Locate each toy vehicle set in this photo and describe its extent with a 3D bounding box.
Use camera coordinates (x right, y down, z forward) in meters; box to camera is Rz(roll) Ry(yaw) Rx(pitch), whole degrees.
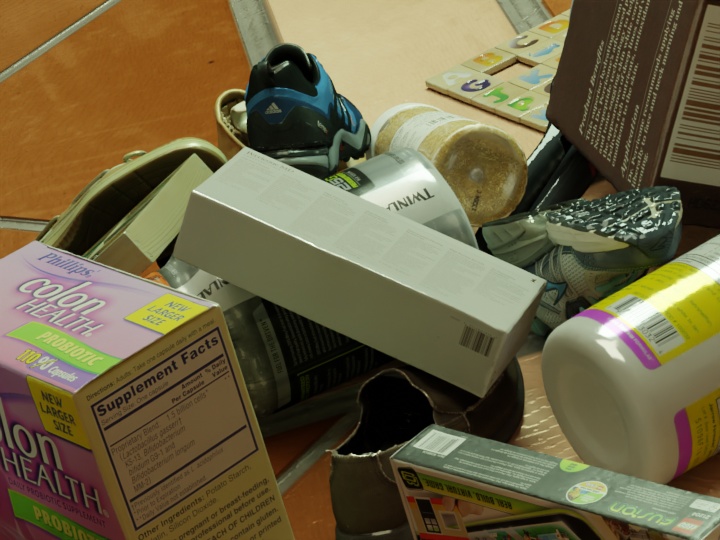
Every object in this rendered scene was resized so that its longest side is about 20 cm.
[{"bbox_3d":[-0.182,0.014,1.688,0.200,0.027,0.124,-40,8,30],"label":"toy vehicle set"}]

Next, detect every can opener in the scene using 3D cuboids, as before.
[{"bbox_3d":[0.137,-0.070,1.746,0.063,0.079,0.200,-4,38,40],"label":"can opener"}]

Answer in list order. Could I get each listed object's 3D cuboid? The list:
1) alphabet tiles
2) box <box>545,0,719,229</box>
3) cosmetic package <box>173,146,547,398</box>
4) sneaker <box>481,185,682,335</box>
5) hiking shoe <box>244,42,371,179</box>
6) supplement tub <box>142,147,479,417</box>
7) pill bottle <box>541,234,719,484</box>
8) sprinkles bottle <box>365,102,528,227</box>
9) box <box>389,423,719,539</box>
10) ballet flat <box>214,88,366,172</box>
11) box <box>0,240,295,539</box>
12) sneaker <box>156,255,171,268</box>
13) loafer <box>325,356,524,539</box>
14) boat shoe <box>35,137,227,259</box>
[{"bbox_3d":[0.173,-0.166,1.987,0.200,0.008,0.167,-28,27,-22],"label":"alphabet tiles"},{"bbox_3d":[0.237,-0.129,1.631,0.164,0.166,0.200,7,20,-17],"label":"box"},{"bbox_3d":[0.000,0.000,1.508,0.200,0.051,0.083,24,30,12],"label":"cosmetic package"},{"bbox_3d":[0.142,0.001,1.540,0.077,0.087,0.200,-17,4,-17],"label":"sneaker"},{"bbox_3d":[-0.035,-0.113,1.764,0.074,0.087,0.200,-5,11,5],"label":"hiking shoe"},{"bbox_3d":[-0.033,0.013,1.615,0.200,0.123,0.123,-24,26,-15],"label":"supplement tub"},{"bbox_3d":[0.206,0.036,1.448,0.200,0.105,0.104,-27,27,-23],"label":"pill bottle"},{"bbox_3d":[0.055,-0.072,1.744,0.068,0.068,0.200,-20,11,-8],"label":"sprinkles bottle"},{"bbox_3d":[0.108,0.146,1.276,0.200,0.110,0.035,11,37,45],"label":"box"},{"bbox_3d":[-0.052,-0.088,1.901,0.069,0.063,0.200,-29,28,-25],"label":"ballet flat"},{"bbox_3d":[-0.134,0.106,1.397,0.097,0.200,0.176,-31,30,-30],"label":"box"},{"bbox_3d":[-0.061,-0.012,1.756,0.200,0.070,0.100,4,38,46],"label":"sneaker"},{"bbox_3d":[0.039,0.082,1.490,0.073,0.071,0.200,-4,28,25],"label":"loafer"},{"bbox_3d":[-0.165,-0.035,1.770,0.201,0.073,0.063,-41,29,31],"label":"boat shoe"}]
